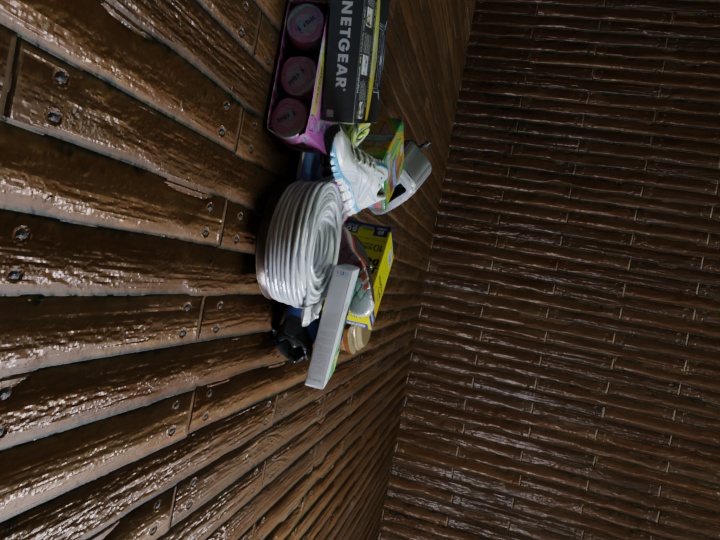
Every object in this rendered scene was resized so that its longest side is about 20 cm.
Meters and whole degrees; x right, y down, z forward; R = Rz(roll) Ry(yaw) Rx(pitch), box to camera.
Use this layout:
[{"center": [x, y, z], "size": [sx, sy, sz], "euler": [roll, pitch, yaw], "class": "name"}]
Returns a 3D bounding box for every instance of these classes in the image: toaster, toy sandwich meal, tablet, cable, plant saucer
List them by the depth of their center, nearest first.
[{"center": [-0.083, -0.041, 0.844], "size": [0.201, 0.069, 0.201], "euler": [-64, 159, -50], "class": "cable"}, {"center": [-0.118, -0.048, 0.905], "size": [0.200, 0.032, 0.202], "euler": [9, 90, -76], "class": "plant saucer"}, {"center": [-0.077, -0.245, 0.937], "size": [0.130, 0.014, 0.202], "euler": [17, 84, -83], "class": "tablet"}, {"center": [0.081, -0.220, 1.280], "size": [0.114, 0.199, 0.129], "euler": [50, 42, -16], "class": "toaster"}, {"center": [-0.014, 0.116, 1.380], "size": [0.205, 0.070, 0.207], "euler": [6, 90, -78], "class": "toy sandwich meal"}]

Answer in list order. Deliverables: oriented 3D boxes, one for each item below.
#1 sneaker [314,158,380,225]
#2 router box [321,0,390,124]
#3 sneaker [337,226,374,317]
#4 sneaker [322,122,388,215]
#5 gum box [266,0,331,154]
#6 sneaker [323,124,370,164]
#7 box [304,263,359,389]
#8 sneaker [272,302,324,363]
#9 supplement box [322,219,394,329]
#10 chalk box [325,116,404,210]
[{"center": [-0.046, -0.144, 0.980], "size": [0.200, 0.088, 0.082], "euler": [-52, -170, 34], "class": "sneaker"}, {"center": [-0.004, -0.330, 0.826], "size": [0.157, 0.052, 0.202], "euler": [-45, 143, -69], "class": "router box"}, {"center": [0.000, 0.000, 1.051], "size": [0.082, 0.077, 0.201], "euler": [17, 46, -46], "class": "sneaker"}, {"center": [-0.003, -0.164, 0.840], "size": [0.200, 0.086, 0.076], "euler": [63, 15, -64], "class": "sneaker"}, {"center": [-0.078, -0.280, 0.814], "size": [0.113, 0.066, 0.202], "euler": [13, 87, -77], "class": "gum box"}, {"center": [-0.017, -0.287, 1.010], "size": [0.075, 0.076, 0.202], "euler": [93, 8, -82], "class": "sneaker"}, {"center": [-0.045, 0.089, 0.930], "size": [0.144, 0.036, 0.202], "euler": [-27, 132, -85], "class": "box"}, {"center": [-0.107, 0.115, 0.984], "size": [0.112, 0.076, 0.200], "euler": [-62, 173, -18], "class": "sneaker"}, {"center": [-0.004, 0.007, 1.162], "size": [0.110, 0.108, 0.201], "euler": [78, 26, -58], "class": "supplement box"}, {"center": [0.007, -0.210, 1.091], "size": [0.125, 0.123, 0.201], "euler": [85, 20, -46], "class": "chalk box"}]
